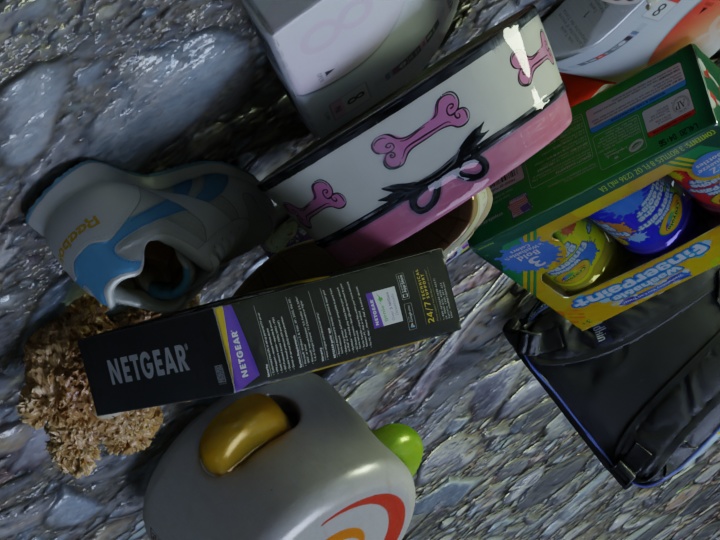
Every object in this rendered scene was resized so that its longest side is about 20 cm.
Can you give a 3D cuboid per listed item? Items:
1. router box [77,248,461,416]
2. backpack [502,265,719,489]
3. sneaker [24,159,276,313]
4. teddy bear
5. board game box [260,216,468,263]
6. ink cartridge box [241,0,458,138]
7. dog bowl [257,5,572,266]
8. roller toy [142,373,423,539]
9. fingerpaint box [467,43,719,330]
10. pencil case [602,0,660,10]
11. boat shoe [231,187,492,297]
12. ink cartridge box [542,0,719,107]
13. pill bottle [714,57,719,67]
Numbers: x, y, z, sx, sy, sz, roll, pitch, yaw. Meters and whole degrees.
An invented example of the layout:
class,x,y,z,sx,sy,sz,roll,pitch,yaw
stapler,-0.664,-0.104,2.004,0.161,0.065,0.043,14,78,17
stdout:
class,x,y,z,sx,sy,sz,roll,pitch,yaw
router box,-0.057,0.038,1.599,0.157,0.053,0.200,-15,-179,-29
backpack,0.241,0.053,2.173,0.200,0.183,0.147,-39,-177,1
sneaker,-0.113,-0.015,1.592,0.077,0.081,0.200,-48,158,27
teddy bear,-0.154,0.077,1.750,0.145,0.067,0.200,-34,160,-11
board game box,0.009,-0.021,1.852,0.120,0.032,0.200,-33,160,5
ink cartridge box,0.033,-0.172,1.528,0.199,0.057,0.163,-30,159,-1
dog bowl,0.040,-0.076,1.603,0.200,0.074,0.200,-33,-176,3
roller toy,-0.066,0.172,1.994,0.199,0.140,0.183,-1,130,-53
fingerpaint box,0.192,-0.053,1.870,0.199,0.074,0.167,-27,146,22
pencil case,0.169,-0.234,1.545,0.078,0.090,0.200,-28,159,-20
boat shoe,0.000,0.000,1.744,0.200,0.072,0.065,-35,168,17
ink cartridge box,0.166,-0.139,1.805,0.200,0.050,0.162,-48,156,22
pill bottle,0.267,-0.081,1.995,0.200,0.116,0.116,-42,159,18
